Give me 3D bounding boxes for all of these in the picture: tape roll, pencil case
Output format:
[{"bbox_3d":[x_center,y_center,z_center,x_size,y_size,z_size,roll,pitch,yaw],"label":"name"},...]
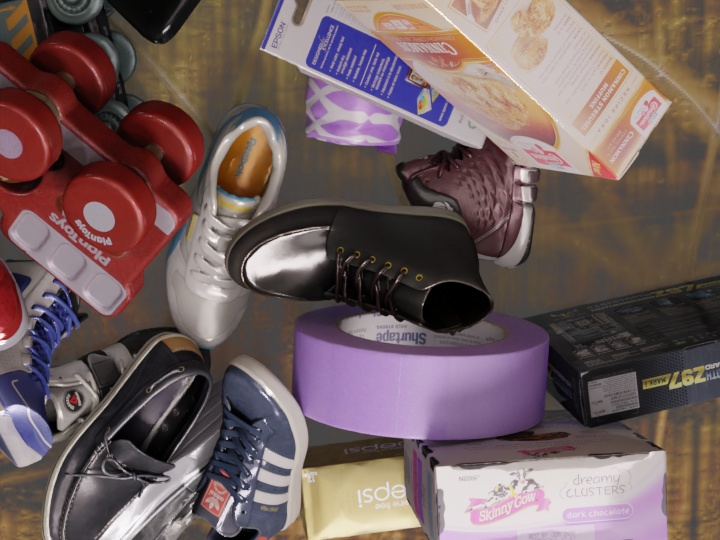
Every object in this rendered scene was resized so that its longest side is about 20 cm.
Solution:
[{"bbox_3d":[0.046,0.075,1.296,0.199,0.200,0.066,3,100,-6],"label":"tape roll"},{"bbox_3d":[0.005,-0.195,1.311,0.084,0.085,0.201,15,101,33],"label":"pencil case"}]

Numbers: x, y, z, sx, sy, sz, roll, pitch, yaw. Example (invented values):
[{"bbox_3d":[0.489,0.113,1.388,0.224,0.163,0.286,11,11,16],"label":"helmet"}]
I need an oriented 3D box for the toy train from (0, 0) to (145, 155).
[{"bbox_3d":[-0.235,-0.156,1.294,0.113,0.085,0.201,-12,101,7],"label":"toy train"}]

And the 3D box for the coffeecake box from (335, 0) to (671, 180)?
[{"bbox_3d":[0.100,-0.157,1.188,0.200,0.153,0.073,39,82,-23],"label":"coffeecake box"}]

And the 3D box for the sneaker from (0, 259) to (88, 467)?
[{"bbox_3d":[-0.261,0.048,1.283,0.115,0.200,0.081,-26,134,-12],"label":"sneaker"}]

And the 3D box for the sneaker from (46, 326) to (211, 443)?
[{"bbox_3d":[-0.215,0.102,1.335,0.199,0.089,0.074,-18,99,-4],"label":"sneaker"}]

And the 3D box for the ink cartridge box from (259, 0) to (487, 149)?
[{"bbox_3d":[0.023,-0.172,1.255,0.199,0.037,0.095,22,91,-26],"label":"ink cartridge box"}]

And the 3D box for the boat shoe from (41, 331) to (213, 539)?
[{"bbox_3d":[-0.182,0.143,1.301,0.075,0.062,0.200,34,91,-44],"label":"boat shoe"}]

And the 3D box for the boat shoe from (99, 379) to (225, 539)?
[{"bbox_3d":[-0.147,0.172,1.369,0.200,0.072,0.071,-44,120,8],"label":"boat shoe"}]

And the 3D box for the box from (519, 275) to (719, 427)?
[{"bbox_3d":[0.244,0.059,1.325,0.199,0.158,0.051,-11,106,-10],"label":"box"}]

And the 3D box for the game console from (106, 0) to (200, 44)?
[{"bbox_3d":[-0.112,-0.257,1.222,0.176,0.200,0.116,-53,138,8],"label":"game console"}]

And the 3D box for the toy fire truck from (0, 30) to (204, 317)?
[{"bbox_3d":[-0.224,-0.068,1.229,0.200,0.112,0.168,38,130,-8],"label":"toy fire truck"}]

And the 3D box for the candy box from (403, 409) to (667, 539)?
[{"bbox_3d":[0.125,0.156,1.249,0.167,0.200,0.072,-3,94,-4],"label":"candy box"}]

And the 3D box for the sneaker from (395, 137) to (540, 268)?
[{"bbox_3d":[0.088,-0.103,1.335,0.115,0.076,0.201,5,100,-3],"label":"sneaker"}]

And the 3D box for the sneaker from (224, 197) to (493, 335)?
[{"bbox_3d":[0.000,0.000,1.267,0.199,0.106,0.075,-5,122,-11],"label":"sneaker"}]

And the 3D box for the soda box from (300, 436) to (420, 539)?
[{"bbox_3d":[0.047,0.174,1.380,0.199,0.068,0.064,-8,99,-4],"label":"soda box"}]

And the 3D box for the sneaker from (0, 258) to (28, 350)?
[{"bbox_3d":[-0.310,-0.038,1.210,0.071,0.113,0.200,-32,73,-23],"label":"sneaker"}]

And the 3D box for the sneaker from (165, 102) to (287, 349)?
[{"bbox_3d":[-0.109,-0.034,1.321,0.076,0.081,0.201,13,96,-7],"label":"sneaker"}]

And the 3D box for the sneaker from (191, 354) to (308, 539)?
[{"bbox_3d":[-0.093,0.154,1.286,0.084,0.075,0.201,-37,143,-30],"label":"sneaker"}]
